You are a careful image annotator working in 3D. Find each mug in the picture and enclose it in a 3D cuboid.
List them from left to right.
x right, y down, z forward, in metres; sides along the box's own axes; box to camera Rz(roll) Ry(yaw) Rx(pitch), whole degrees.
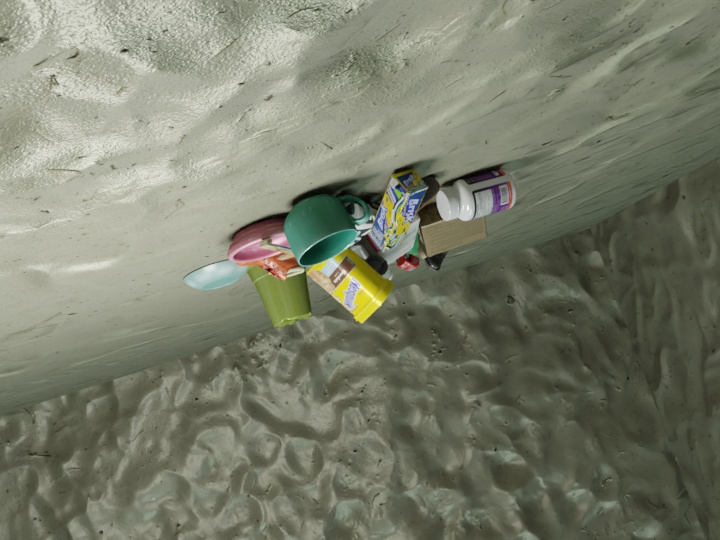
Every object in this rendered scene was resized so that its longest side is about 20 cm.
[{"bbox_3d":[-0.083,-0.104,1.482,0.182,0.116,0.152,-21,163,-27],"label":"mug"}]

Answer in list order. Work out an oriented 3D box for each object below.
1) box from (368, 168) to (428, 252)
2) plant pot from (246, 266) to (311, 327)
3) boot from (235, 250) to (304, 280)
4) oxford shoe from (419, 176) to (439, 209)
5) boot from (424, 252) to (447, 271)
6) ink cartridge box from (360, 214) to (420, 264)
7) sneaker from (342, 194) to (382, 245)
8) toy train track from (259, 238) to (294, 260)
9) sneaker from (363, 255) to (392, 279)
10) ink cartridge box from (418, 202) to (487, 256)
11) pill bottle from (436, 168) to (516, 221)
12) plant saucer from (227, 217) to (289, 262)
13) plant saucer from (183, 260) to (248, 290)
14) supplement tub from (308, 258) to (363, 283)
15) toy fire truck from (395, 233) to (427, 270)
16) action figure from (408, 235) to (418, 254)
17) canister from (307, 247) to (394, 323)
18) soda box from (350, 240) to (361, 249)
[{"bbox_3d":[0.087,-0.140,1.558,0.069,0.065,0.202,-22,151,-34],"label":"box"},{"bbox_3d":[-0.228,0.062,1.972,0.196,0.194,0.200,-18,172,-3],"label":"plant pot"},{"bbox_3d":[-0.236,-0.023,1.723,0.196,0.110,0.075,-11,171,-31],"label":"boot"},{"bbox_3d":[0.122,-0.164,1.682,0.198,0.072,0.071,-31,173,17],"label":"oxford shoe"},{"bbox_3d":[0.289,-0.108,2.135,0.174,0.069,0.202,-45,-163,49],"label":"boot"},{"bbox_3d":[0.079,-0.094,1.812,0.144,0.085,0.201,-33,162,-13],"label":"ink cartridge box"},{"bbox_3d":[0.008,-0.147,1.607,0.129,0.080,0.200,-35,155,-15],"label":"sneaker"},{"bbox_3d":[-0.173,-0.059,1.562,0.113,0.033,0.199,-15,168,26],"label":"toy train track"},{"bbox_3d":[0.000,0.000,1.804,0.197,0.076,0.087,13,163,34],"label":"sneaker"},{"bbox_3d":[0.275,-0.142,1.985,0.196,0.076,0.166,-19,147,2],"label":"ink cartridge box"},{"bbox_3d":[0.309,-0.198,1.775,0.196,0.114,0.111,-16,171,-15],"label":"pill bottle"},{"bbox_3d":[-0.229,-0.076,1.589,0.196,0.052,0.201,-19,171,-3],"label":"plant saucer"},{"bbox_3d":[-0.398,0.019,1.853,0.197,0.040,0.201,-19,172,-3],"label":"plant saucer"},{"bbox_3d":[-0.053,0.006,1.956,0.121,0.126,0.198,-10,-158,-42],"label":"supplement tub"},{"bbox_3d":[0.182,-0.083,2.111,0.139,0.204,0.048,23,148,-32],"label":"toy fire truck"},{"bbox_3d":[0.078,-0.100,1.994,0.195,0.121,0.055,-7,180,-18],"label":"action figure"},{"bbox_3d":[-0.030,0.024,1.711,0.149,0.199,0.087,-47,-176,47],"label":"canister"},{"bbox_3d":[-0.082,-0.083,1.815,0.067,0.065,0.198,-24,169,34],"label":"soda box"}]
